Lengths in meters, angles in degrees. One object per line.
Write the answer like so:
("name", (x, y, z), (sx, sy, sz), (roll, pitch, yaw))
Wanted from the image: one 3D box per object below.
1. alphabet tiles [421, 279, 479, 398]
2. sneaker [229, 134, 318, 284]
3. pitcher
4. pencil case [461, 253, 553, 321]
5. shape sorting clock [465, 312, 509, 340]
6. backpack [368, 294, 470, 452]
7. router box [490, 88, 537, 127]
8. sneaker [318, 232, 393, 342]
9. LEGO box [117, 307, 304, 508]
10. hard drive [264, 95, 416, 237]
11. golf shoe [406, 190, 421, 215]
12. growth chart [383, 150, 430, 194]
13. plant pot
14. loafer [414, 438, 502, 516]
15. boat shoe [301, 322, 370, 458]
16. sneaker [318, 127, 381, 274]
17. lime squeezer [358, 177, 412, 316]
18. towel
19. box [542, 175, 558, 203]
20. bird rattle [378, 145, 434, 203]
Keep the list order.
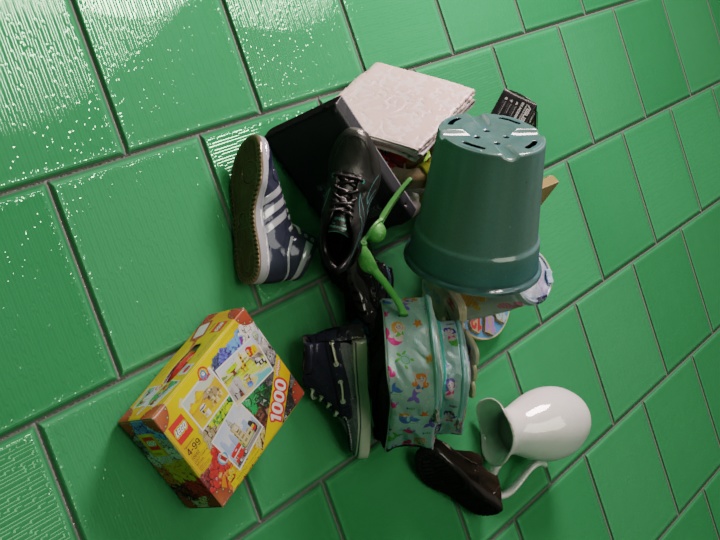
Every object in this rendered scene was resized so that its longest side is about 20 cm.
("alphabet tiles", (0.129, 0.086, 1.642), (0.014, 0.201, 0.197), (-16, 50, -12))
("sneaker", (-0.116, -0.080, 1.500), (0.108, 0.070, 0.203), (4, 83, -42))
("pitcher", (0.284, 0.283, 1.817), (0.198, 0.121, 0.174), (-4, 104, -36))
("pencil case", (0.199, 0.027, 1.670), (0.090, 0.199, 0.084), (-20, 90, -41))
("shape sorting clock", (0.191, 0.016, 1.825), (0.199, 0.039, 0.203), (14, 71, -44))
("backpack", (0.077, 0.136, 1.524), (0.179, 0.148, 0.201), (-93, 176, -45))
("router box", (0.212, -0.168, 1.750), (0.201, 0.062, 0.150), (-61, 166, -7))
("sneaker", (0.000, 0.000, 1.597), (0.081, 0.073, 0.202), (-30, 112, -30))
("LEGO box", (-0.181, 0.170, 1.365), (0.150, 0.077, 0.201), (56, 47, -22))
("hard drive", (-0.029, -0.137, 1.554), (0.201, 0.139, 0.033), (54, 39, -22))
("golf shoe", (0.103, -0.143, 1.737), (0.200, 0.088, 0.078), (-44, 110, -42))
("growth chart", (0.079, -0.214, 1.724), (0.143, 0.018, 0.202), (12, 67, -1))
("plant pot", (0.167, -0.098, 1.508), (0.200, 0.199, 0.198), (-30, 135, -46))
("loafer", (0.152, 0.310, 1.698), (0.200, 0.072, 0.072), (45, 42, -36))
("boat shoe", (-0.035, 0.172, 1.537), (0.091, 0.075, 0.203), (-4, 107, -5))
("sneaker", (-0.015, -0.090, 1.479), (0.079, 0.074, 0.203), (-73, 170, -76))
("lime squeezer", (0.032, -0.037, 1.492), (0.038, 0.070, 0.203), (46, 43, -59))
("towel", (0.050, -0.240, 1.646), (0.200, 0.189, 0.033), (-47, 146, -42))
("box", (0.219, -0.072, 1.752), (0.021, 0.164, 0.199), (48, 39, 16))
("bird rattle", (0.061, -0.160, 1.656), (0.113, 0.197, 0.164), (79, 12, -49))
